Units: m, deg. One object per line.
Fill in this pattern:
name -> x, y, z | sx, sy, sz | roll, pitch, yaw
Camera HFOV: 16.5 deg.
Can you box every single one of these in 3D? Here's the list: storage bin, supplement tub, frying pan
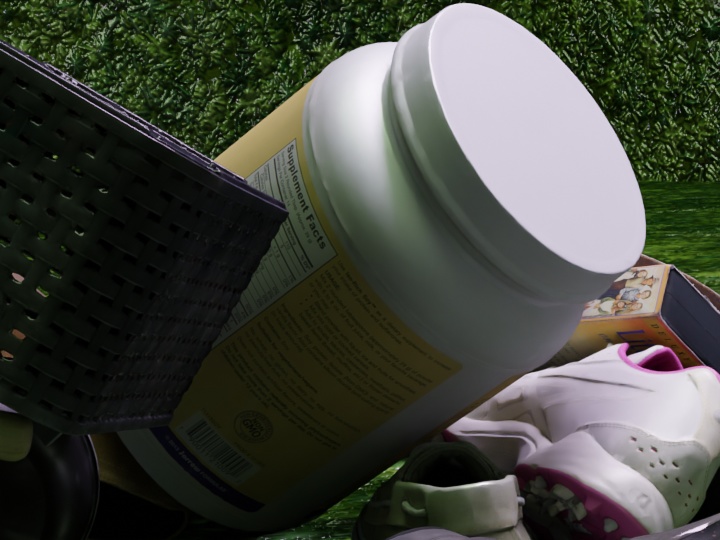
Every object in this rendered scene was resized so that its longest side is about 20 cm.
storage bin -> -0.112, -0.020, 0.829 | 0.135, 0.094, 0.200 | 31, 0, 6
supplement tub -> 0.000, 0.000, 0.997 | 0.200, 0.146, 0.145 | -36, -14, 30
frying pan -> -0.122, 0.074, 0.951 | 0.189, 0.116, 0.031 | -18, 22, 2

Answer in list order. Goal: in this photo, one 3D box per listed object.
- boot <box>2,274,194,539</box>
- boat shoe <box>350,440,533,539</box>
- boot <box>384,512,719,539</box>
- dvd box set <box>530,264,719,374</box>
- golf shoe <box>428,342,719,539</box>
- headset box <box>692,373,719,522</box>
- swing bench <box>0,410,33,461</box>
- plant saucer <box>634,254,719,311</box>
boot -> -0.151, 0.050, 1.016 | 0.199, 0.074, 0.076 | 25, 31, -11
boat shoe -> 0.038, 0.097, 0.963 | 0.071, 0.062, 0.200 | -4, 4, -9
boot -> 0.074, 0.104, 0.817 | 0.199, 0.070, 0.131 | -6, 8, -41
dvd box set -> 0.086, 0.051, 1.125 | 0.199, 0.030, 0.146 | -6, -33, 38
golf shoe -> 0.091, 0.069, 1.039 | 0.092, 0.075, 0.200 | -46, 24, -12
headset box -> 0.257, 0.073, 1.031 | 0.199, 0.078, 0.148 | -5, 5, -35
swing bench -> -0.224, 0.050, 0.814 | 0.199, 0.130, 0.199 | 29, -1, -9
plant saucer -> 0.095, 0.046, 1.182 | 0.199, 0.032, 0.201 | 13, -27, 7
